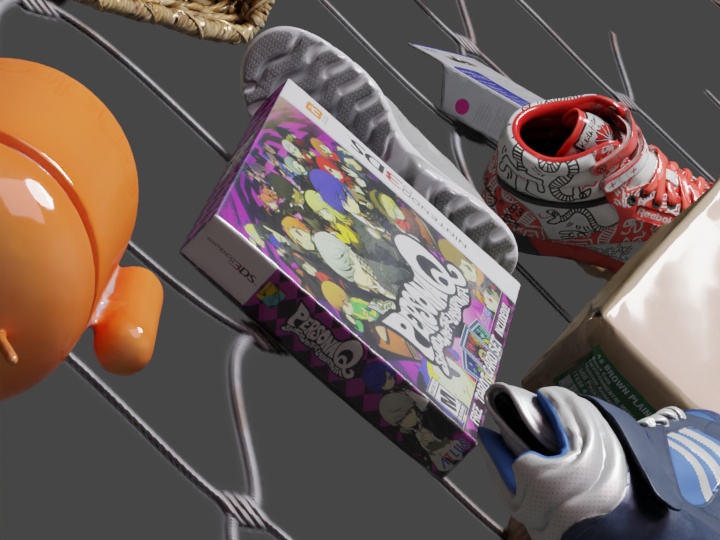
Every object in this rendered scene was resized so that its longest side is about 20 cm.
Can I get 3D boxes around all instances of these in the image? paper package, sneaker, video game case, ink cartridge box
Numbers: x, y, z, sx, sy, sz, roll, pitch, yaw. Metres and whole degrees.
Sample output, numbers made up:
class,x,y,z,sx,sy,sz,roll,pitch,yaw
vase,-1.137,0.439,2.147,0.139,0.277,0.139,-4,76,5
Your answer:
class,x,y,z,sx,sy,sz,roll,pitch,yaw
paper package,0.230,0.064,1.632,0.200,0.103,0.191,45,52,0
sneaker,0.004,-0.061,1.630,0.200,0.075,0.082,46,4,-11
video game case,0.000,0.000,1.498,0.181,0.036,0.200,41,25,-9
sneaker,0.177,-0.049,1.740,0.201,0.108,0.067,9,53,0
sneaker,0.126,0.089,1.413,0.146,0.081,0.200,43,24,-12
ink cartridge box,0.124,-0.094,1.908,0.200,0.037,0.095,35,14,27

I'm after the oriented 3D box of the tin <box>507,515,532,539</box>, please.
class,x,y,z,sx,sy,sz,roll,pitch,yaw
tin,0.127,0.176,1.412,0.112,0.042,0.200,41,19,-21

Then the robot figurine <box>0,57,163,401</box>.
class,x,y,z,sx,sy,sz,roll,pitch,yaw
robot figurine,-0.157,-0.017,1.138,0.200,0.116,0.144,-75,145,-69

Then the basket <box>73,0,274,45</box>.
class,x,y,z,sx,sy,sz,roll,pitch,yaw
basket,-0.112,-0.238,1.625,0.200,0.143,0.149,12,36,-55

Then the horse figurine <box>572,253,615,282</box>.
class,x,y,z,sx,sy,sz,roll,pitch,yaw
horse figurine,0.201,0.010,1.851,0.200,0.050,0.133,31,5,-6
